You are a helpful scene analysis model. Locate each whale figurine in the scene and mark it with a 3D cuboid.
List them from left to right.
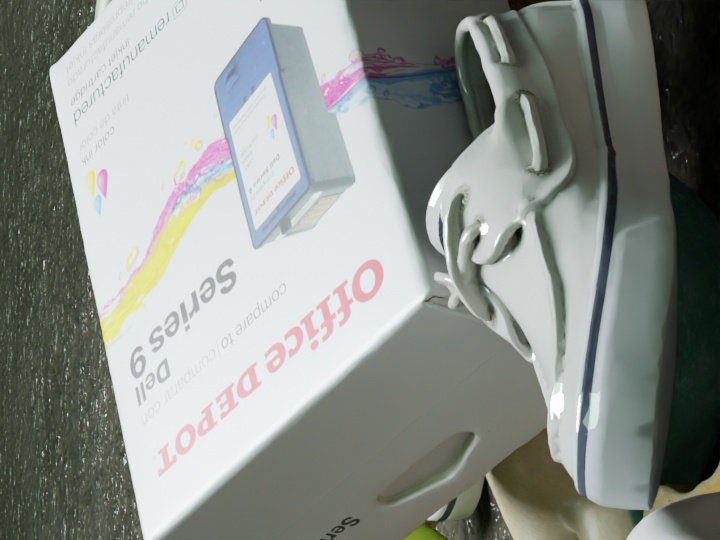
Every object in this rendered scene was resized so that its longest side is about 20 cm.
[{"bbox_3d":[0.089,0.047,0.903,0.159,0.103,0.201,-113,6,-56],"label":"whale figurine"}]

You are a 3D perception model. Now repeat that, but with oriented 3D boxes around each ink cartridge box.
[{"bbox_3d":[-0.015,-0.023,0.835,0.145,0.087,0.201,-42,49,35],"label":"ink cartridge box"}]

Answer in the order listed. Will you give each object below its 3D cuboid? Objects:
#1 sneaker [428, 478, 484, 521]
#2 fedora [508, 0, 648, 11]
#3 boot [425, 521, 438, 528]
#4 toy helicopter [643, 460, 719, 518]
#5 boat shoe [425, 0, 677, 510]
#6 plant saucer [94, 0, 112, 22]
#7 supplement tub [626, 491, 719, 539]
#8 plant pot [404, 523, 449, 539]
[{"bbox_3d":[0.000,0.000,0.982,0.078,0.079,0.202,-156,60,-71],"label":"sneaker"},{"bbox_3d":[0.068,-0.152,0.916,0.200,0.082,0.202,-11,73,40],"label":"fedora"},{"bbox_3d":[-0.010,0.089,1.214,0.201,0.072,0.156,-104,24,-46],"label":"boot"},{"bbox_3d":[0.126,0.074,0.773,0.132,0.078,0.202,-158,70,-64],"label":"toy helicopter"},{"bbox_3d":[0.050,-0.012,0.705,0.201,0.065,0.072,-87,-3,-48],"label":"boat shoe"},{"bbox_3d":[-0.033,-0.112,1.177,0.050,0.199,0.202,13,102,39],"label":"plant saucer"},{"bbox_3d":[0.128,0.164,0.643,0.145,0.144,0.202,-157,70,-71],"label":"supplement tub"},{"bbox_3d":[-0.012,0.221,0.970,0.181,0.199,0.201,9,112,66],"label":"plant pot"}]
